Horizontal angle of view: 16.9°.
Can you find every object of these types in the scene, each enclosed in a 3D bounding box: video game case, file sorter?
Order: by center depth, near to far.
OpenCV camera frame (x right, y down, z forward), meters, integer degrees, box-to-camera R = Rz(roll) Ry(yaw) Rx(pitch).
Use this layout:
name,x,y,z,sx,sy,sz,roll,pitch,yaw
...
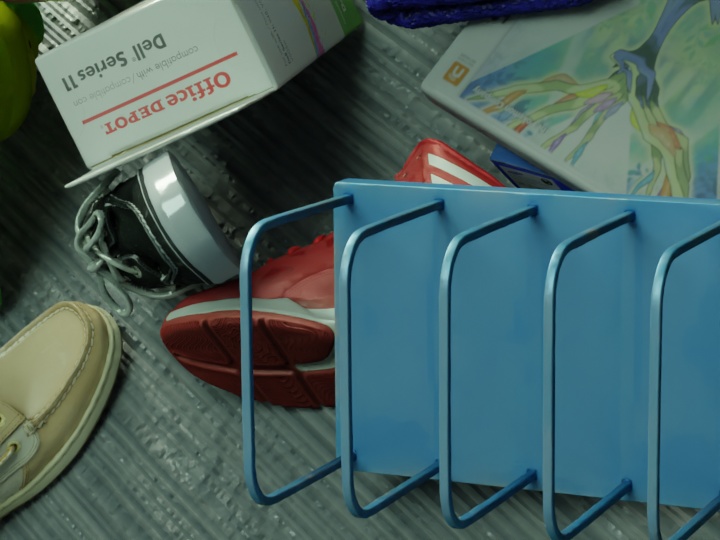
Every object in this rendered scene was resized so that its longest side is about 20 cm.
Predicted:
name,x,y,z,sx,sy,sz,roll,pitch,yaw
file sorter,0.059,0.042,1.058,0.200,0.123,0.139,4,102,24
video game case,0.148,-0.116,1.149,0.200,0.022,0.182,35,87,41

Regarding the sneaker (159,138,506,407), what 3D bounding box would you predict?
name,x,y,z,sx,sy,sz,roll,pitch,yaw
sneaker,0.000,0.000,1.221,0.200,0.078,0.116,-3,50,27

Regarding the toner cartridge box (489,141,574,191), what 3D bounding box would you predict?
name,x,y,z,sx,sy,sz,roll,pitch,yaw
toner cartridge box,0.151,-0.121,1.192,0.095,0.043,0.200,19,76,37

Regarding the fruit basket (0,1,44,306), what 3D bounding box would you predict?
name,x,y,z,sx,sy,sz,roll,pitch,yaw
fruit basket,-0.241,-0.092,1.365,0.155,0.216,0.216,35,87,40

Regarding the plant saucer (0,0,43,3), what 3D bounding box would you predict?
name,x,y,z,sx,sy,sz,roll,pitch,yaw
plant saucer,-0.175,-0.244,1.292,0.200,0.032,0.200,7,100,43

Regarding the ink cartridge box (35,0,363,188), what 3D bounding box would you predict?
name,x,y,z,sx,sy,sz,roll,pitch,yaw
ink cartridge box,-0.087,-0.114,1.250,0.117,0.067,0.200,-22,10,21

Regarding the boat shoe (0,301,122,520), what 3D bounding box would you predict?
name,x,y,z,sx,sy,sz,roll,pitch,yaw
boat shoe,-0.209,0.092,1.292,0.200,0.069,0.074,-51,50,-1

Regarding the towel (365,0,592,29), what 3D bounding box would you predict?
name,x,y,z,sx,sy,sz,roll,pitch,yaw
towel,0.078,-0.221,1.211,0.148,0.050,0.200,-5,61,35

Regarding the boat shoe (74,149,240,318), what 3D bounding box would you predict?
name,x,y,z,sx,sy,sz,roll,pitch,yaw
boat shoe,-0.110,-0.018,1.226,0.068,0.074,0.199,-32,13,-5
